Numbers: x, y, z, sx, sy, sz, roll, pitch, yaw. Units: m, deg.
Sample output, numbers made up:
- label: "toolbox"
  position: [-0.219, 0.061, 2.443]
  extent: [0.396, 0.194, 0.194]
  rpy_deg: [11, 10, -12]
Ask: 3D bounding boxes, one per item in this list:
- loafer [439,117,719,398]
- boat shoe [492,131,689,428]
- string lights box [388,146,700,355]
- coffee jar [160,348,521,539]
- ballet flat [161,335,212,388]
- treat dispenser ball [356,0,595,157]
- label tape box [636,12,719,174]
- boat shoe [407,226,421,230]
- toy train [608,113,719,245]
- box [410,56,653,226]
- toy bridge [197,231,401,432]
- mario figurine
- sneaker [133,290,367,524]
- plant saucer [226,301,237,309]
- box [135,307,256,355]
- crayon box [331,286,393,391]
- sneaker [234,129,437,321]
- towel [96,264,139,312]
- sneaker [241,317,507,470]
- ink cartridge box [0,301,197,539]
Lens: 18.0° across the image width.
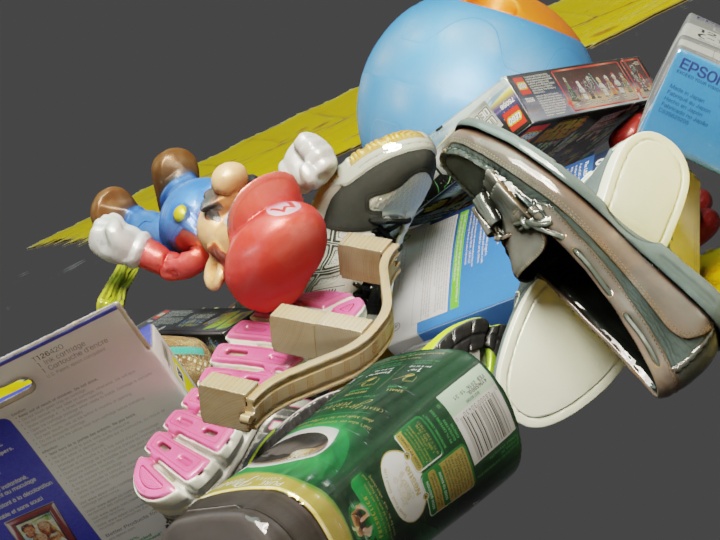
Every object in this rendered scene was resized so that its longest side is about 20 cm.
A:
- label: "loafer"
  position: [0.114, -0.009, 1.254]
  extent: [0.063, 0.200, 0.072]
  rpy_deg: [-47, -20, -15]
- label: "boat shoe"
  position: [0.128, 0.010, 1.329]
  extent: [0.201, 0.073, 0.062]
  rpy_deg: [-61, 15, -22]
- label: "string lights box"
  position: [0.116, -0.004, 1.451]
  extent: [0.199, 0.059, 0.103]
  rpy_deg: [-21, 40, 29]
- label: "coffee jar"
  position: [-0.010, 0.120, 1.174]
  extent: [0.104, 0.086, 0.200]
  rpy_deg: [-12, 16, 45]
- label: "ballet flat"
  position: [-0.131, 0.107, 1.501]
  extent: [0.065, 0.071, 0.200]
  rpy_deg: [-9, -28, -18]
- label: "treat dispenser ball"
  position: [0.096, -0.130, 1.847]
  extent: [0.200, 0.202, 0.201]
  rpy_deg: [-26, 10, 5]
- label: "label tape box"
  position: [0.260, -0.105, 1.453]
  extent: [0.200, 0.143, 0.066]
  rpy_deg: [-56, -10, -68]
- label: "boat shoe"
  position: [-0.010, 0.007, 1.795]
  extent: [0.075, 0.074, 0.200]
  rpy_deg: [-18, 13, 41]
- label: "toy train"
  position: [0.177, -0.044, 1.584]
  extent: [0.116, 0.085, 0.200]
  rpy_deg: [-39, 7, 11]
- label: "box"
  position: [0.107, -0.088, 1.552]
  extent: [0.137, 0.040, 0.200]
  rpy_deg: [-38, -12, 32]
- label: "toy bridge"
  position: [-0.021, 0.038, 1.325]
  extent: [0.067, 0.027, 0.200]
  rpy_deg: [10, 32, 24]
- label: "mario figurine"
  position: [-0.094, -0.046, 1.424]
  extent: [0.199, 0.106, 0.124]
  rpy_deg: [15, 80, 53]
- label: "sneaker"
  position: [-0.057, 0.095, 1.379]
  extent: [0.073, 0.088, 0.200]
  rpy_deg: [9, 45, 37]
- label: "plant saucer"
  position: [-0.137, 0.074, 1.817]
  extent: [0.200, 0.032, 0.200]
  rpy_deg: [-37, 1, 1]
- label: "box"
  position: [-0.087, 0.080, 1.516]
  extent: [0.035, 0.111, 0.200]
  rpy_deg: [-30, 10, -21]
- label: "crayon box"
  position: [0.027, 0.038, 1.604]
  extent: [0.125, 0.052, 0.200]
  rpy_deg: [-20, 11, 35]
- label: "sneaker"
  position: [0.000, 0.000, 1.459]
  extent: [0.075, 0.088, 0.200]
  rpy_deg: [0, -43, -42]
- label: "towel"
  position: [-0.174, 0.096, 1.491]
  extent: [0.018, 0.201, 0.086]
  rpy_deg: [14, 21, 2]
- label: "sneaker"
  position: [0.007, 0.095, 1.343]
  extent: [0.199, 0.074, 0.081]
  rpy_deg: [-25, 0, -34]
- label: "ink cartridge box"
  position: [-0.191, 0.113, 1.396]
  extent: [0.197, 0.201, 0.047]
  rpy_deg: [-25, 39, 6]
